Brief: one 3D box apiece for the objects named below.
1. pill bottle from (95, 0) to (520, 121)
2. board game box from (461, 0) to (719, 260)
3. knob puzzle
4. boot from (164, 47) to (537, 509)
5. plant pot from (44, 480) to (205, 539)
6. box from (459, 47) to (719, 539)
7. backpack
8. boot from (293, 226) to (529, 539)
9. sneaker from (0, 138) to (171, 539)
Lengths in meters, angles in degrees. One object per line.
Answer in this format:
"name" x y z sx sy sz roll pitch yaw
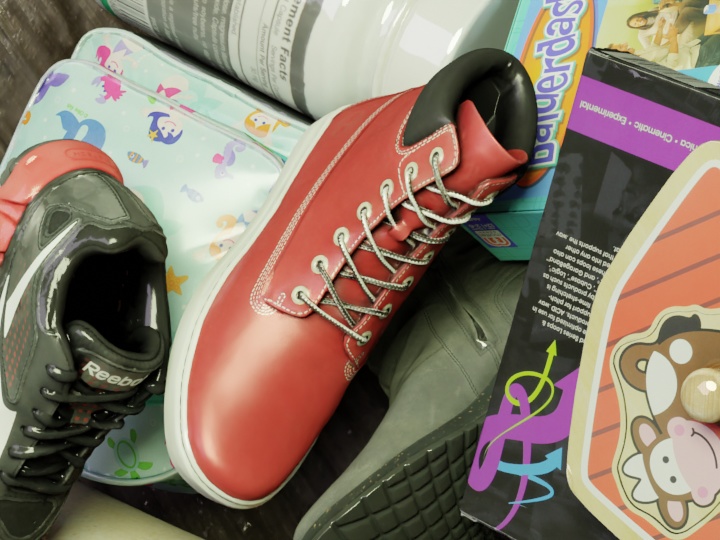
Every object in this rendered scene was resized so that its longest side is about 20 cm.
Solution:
"pill bottle" -0.022 -0.134 1.107 0.200 0.113 0.113 28 96 22
"board game box" 0.147 -0.081 0.980 0.200 0.045 0.152 0 62 39
"knob puzzle" 0.155 0.047 0.844 0.219 0.030 0.220 4 97 32
"boot" 0.000 0.000 0.958 0.144 0.072 0.200 -20 40 56
"plant pot" -0.153 0.175 1.116 0.183 0.200 0.201 11 83 34
"box" 0.124 0.030 0.911 0.143 0.036 0.200 26 107 37
"backpack" -0.097 0.004 1.116 0.177 0.151 0.200 29 97 20
"boot" 0.024 0.054 1.029 0.200 0.068 0.131 -40 40 -19
"sneaker" -0.131 0.049 1.000 0.098 0.071 0.201 29 105 47
